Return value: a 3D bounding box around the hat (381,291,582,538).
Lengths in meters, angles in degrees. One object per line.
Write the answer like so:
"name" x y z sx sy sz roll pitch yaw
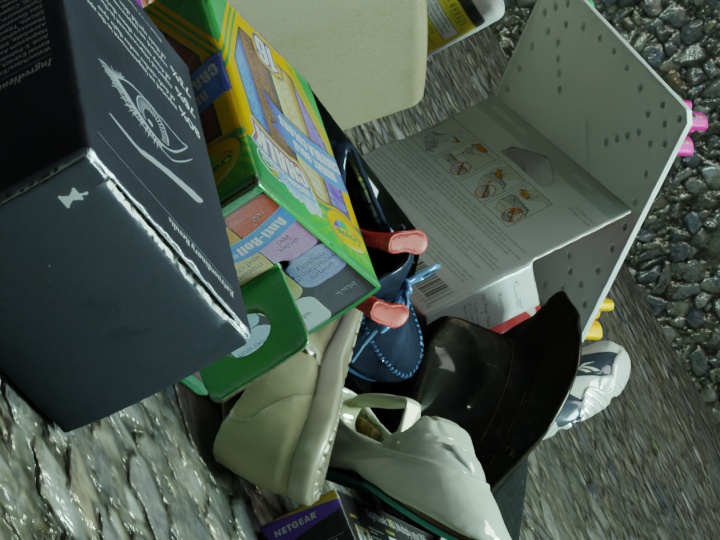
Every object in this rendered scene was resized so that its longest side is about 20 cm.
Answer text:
"hat" 0.058 0.085 1.550 0.081 0.201 0.201 32 20 -13

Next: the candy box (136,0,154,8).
"candy box" -0.173 -0.182 1.375 0.200 0.056 0.117 43 24 -57

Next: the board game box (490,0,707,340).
"board game box" 0.156 -0.082 1.717 0.026 0.200 0.200 4 34 -33

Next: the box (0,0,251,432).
"box" -0.142 -0.053 1.091 0.148 0.104 0.200 53 16 -43

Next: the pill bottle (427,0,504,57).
"pill bottle" 0.001 -0.200 1.821 0.111 0.200 0.111 59 11 -20

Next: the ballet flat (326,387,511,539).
"ballet flat" 0.025 0.107 1.353 0.200 0.069 0.070 19 -33 56

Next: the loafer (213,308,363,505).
"loafer" -0.042 0.059 1.338 0.200 0.068 0.076 -82 -171 -67

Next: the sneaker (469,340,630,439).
"sneaker" 0.096 0.062 1.699 0.130 0.199 0.079 67 -18 -7

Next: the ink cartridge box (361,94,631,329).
"ink cartridge box" 0.073 -0.036 1.699 0.200 0.173 0.044 46 -25 49

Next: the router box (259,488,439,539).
"router box" 0.025 0.220 1.352 0.158 0.052 0.200 67 12 22

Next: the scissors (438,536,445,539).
"scissors" 0.045 0.170 1.389 0.073 0.014 0.200 58 12 -21

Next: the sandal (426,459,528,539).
"sandal" 0.072 0.186 1.589 0.075 0.048 0.201 57 34 -34

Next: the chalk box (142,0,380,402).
"chalk box" -0.081 -0.027 1.236 0.124 0.124 0.200 42 22 -47

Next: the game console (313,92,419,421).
"game console" -0.026 -0.002 1.502 0.200 0.031 0.177 52 42 -47

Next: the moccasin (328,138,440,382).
"moccasin" 0.000 0.000 1.445 0.200 0.068 0.081 57 39 -43

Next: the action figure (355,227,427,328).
"action figure" -0.050 -0.016 1.329 0.052 0.200 0.066 4 100 -51

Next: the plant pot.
"plant pot" -0.051 -0.198 1.649 0.200 0.199 0.177 -105 175 -46

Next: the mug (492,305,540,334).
"mug" 0.067 0.001 1.829 0.178 0.133 0.200 78 -11 -61
